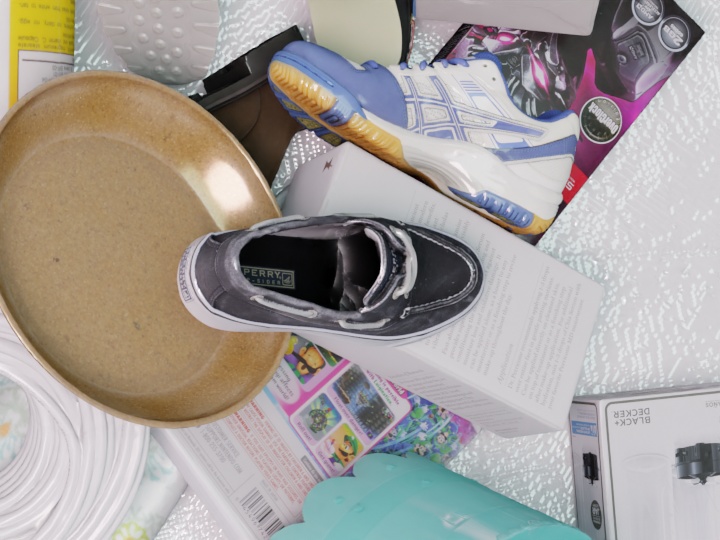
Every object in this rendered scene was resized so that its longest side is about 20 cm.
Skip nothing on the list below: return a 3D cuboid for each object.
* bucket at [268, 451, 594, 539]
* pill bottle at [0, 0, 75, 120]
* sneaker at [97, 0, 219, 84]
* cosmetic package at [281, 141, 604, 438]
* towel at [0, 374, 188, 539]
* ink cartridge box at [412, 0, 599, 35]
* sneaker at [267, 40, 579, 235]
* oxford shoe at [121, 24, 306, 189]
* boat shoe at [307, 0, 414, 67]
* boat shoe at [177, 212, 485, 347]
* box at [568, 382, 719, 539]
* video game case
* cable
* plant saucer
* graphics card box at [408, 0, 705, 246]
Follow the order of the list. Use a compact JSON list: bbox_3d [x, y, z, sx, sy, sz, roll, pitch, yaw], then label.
[{"bbox_3d":[0.046,0.216,0.983,0.206,0.134,0.209,-11,106,-41],"label":"bucket"},{"bbox_3d":[-0.220,-0.111,0.972,0.112,0.113,0.202,0,94,-15],"label":"pill bottle"},{"bbox_3d":[-0.119,-0.202,1.000,0.076,0.081,0.201,0,131,7],"label":"sneaker"},{"bbox_3d":[0.042,0.017,1.039,0.199,0.071,0.102,29,69,-21],"label":"cosmetic package"},{"bbox_3d":[-0.195,0.118,1.007,0.171,0.048,0.201,35,80,-10],"label":"towel"},{"bbox_3d":[0.100,-0.255,1.058,0.115,0.067,0.202,6,73,4],"label":"ink cartridge box"},{"bbox_3d":[0.040,-0.099,1.019,0.199,0.075,0.089,26,85,-20],"label":"sneaker"},{"bbox_3d":[-0.091,-0.065,1.016,0.199,0.073,0.085,-36,102,-26],"label":"oxford shoe"},{"bbox_3d":[-0.006,-0.210,1.066,0.073,0.063,0.203,-5,89,5],"label":"boat shoe"},{"bbox_3d":[0.000,0.000,0.932,0.199,0.068,0.072,5,76,-36],"label":"boat shoe"},{"bbox_3d":[0.202,0.177,1.104,0.116,0.060,0.202,-5,89,-15],"label":"box"},{"bbox_3d":[-0.040,0.072,1.036,0.182,0.024,0.201,-40,98,-32],"label":"video game case"},{"bbox_3d":[-0.215,0.089,0.928,0.198,0.069,0.202,-10,103,-14],"label":"cable"},{"bbox_3d":[-0.123,-0.008,0.912,0.199,0.035,0.202,20,58,-34],"label":"plant saucer"},{"bbox_3d":[0.115,-0.120,1.098,0.125,0.051,0.200,42,77,-9],"label":"graphics card box"}]
